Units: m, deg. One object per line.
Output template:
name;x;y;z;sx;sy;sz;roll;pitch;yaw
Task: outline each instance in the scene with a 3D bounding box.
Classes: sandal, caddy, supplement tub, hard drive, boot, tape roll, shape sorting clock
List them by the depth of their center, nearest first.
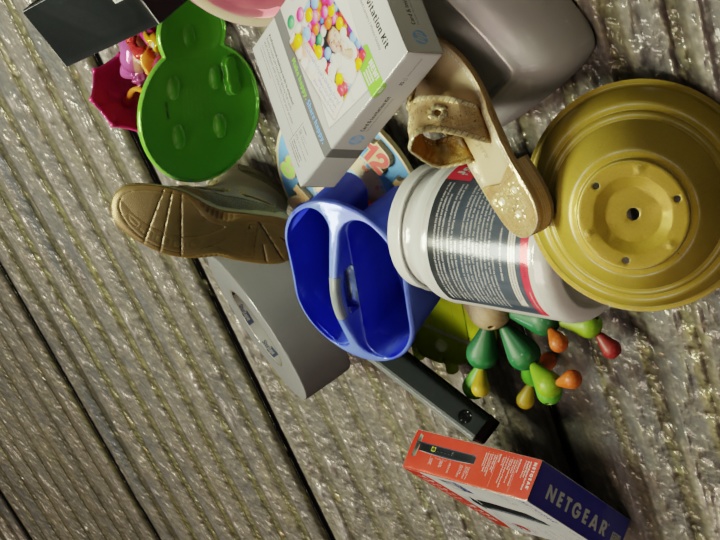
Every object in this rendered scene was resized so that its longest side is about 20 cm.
sandal;0.075;-0.111;1.426;0.212;0.070;0.078;55;144;16
supplement tub;0.138;-0.032;1.587;0.200;0.140;0.140;10;137;43
caddy;0.000;0.000;1.712;0.141;0.105;0.200;15;134;28
shape sorting clock;-0.012;-0.082;1.763;0.200;0.039;0.200;24;131;30
boot;-0.168;-0.071;1.838;0.200;0.155;0.072;11;111;-11
hard drive;0.057;0.112;1.843;0.200;0.033;0.140;38;180;12
tape roll;-0.094;0.049;1.968;0.200;0.066;0.200;52;169;15

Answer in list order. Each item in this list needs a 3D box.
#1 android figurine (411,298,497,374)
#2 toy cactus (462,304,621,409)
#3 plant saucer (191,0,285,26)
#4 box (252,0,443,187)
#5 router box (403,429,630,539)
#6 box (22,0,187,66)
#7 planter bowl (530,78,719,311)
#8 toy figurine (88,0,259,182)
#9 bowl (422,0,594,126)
android figurine;0.070;0.033;1.851;0.182;0.041;0.200;23;142;30
toy cactus;0.160;0.061;1.732;0.165;0.102;0.200;52;145;-6
plant saucer;-0.094;-0.291;1.533;0.200;0.051;0.201;4;140;4
box;-0.016;-0.190;1.481;0.200;0.041;0.156;-47;54;46
router box;0.175;0.250;1.915;0.179;0.049;0.200;10;161;44
box;-0.223;-0.288;1.688;0.079;0.141;0.200;52;149;-19
planter bowl;0.228;-0.054;1.404;0.200;0.083;0.201;3;103;15
toy figurine;-0.222;-0.209;1.824;0.184;0.150;0.200;22;124;48
bowl;0.083;-0.211;1.494;0.200;0.075;0.200;47;149;-3
